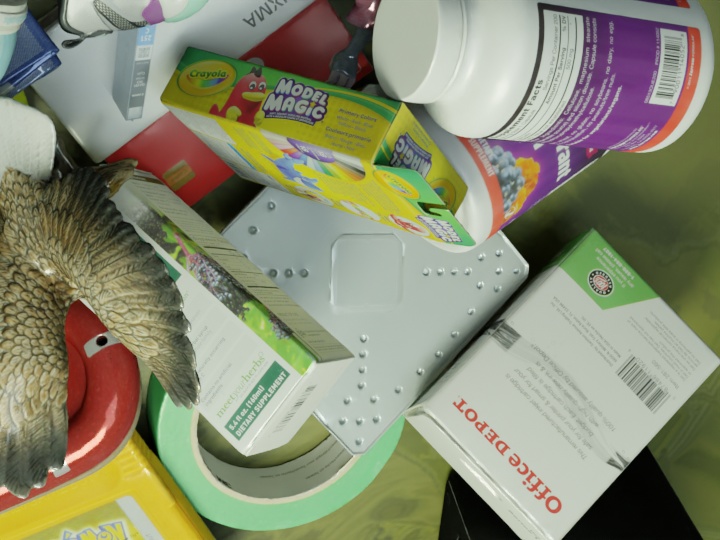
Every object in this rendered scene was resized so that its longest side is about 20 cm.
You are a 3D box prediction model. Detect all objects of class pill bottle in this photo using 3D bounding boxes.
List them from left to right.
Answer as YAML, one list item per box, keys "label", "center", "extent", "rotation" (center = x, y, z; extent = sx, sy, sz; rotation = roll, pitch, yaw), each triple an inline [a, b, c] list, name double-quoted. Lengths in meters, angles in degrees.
- label: "pill bottle"
  center: [0.116, -0.108, 0.976]
  extent: [0.200, 0.111, 0.112]
  rotation: [-35, 123, -23]
- label: "pill bottle"
  center: [0.112, -0.134, 0.846]
  extent: [0.200, 0.112, 0.113]
  rotation: [2, 114, -29]

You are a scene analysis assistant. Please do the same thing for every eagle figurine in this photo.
- label: "eagle figurine"
  center: [-0.171, 0.008, 0.796]
  extent: [0.151, 0.200, 0.152]
  rotation: [8, 129, -14]

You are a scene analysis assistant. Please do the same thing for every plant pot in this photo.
- label: "plant pot"
  center: [0.161, 0.266, 1.149]
  extent: [0.177, 0.200, 0.200]
  rotation: [1, 114, -10]

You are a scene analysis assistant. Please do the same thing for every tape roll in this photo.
- label: "tape roll"
  center: [-0.064, 0.107, 1.066]
  extent: [0.200, 0.048, 0.201]
  rotation: [-8, 116, -16]

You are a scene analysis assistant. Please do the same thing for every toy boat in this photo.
- label: "toy boat"
  center: [-0.249, 0.086, 0.923]
  extent: [0.200, 0.131, 0.131]
  rotation: [-24, 158, -9]

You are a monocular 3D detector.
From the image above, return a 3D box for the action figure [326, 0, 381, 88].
- label: "action figure"
  center: [0.040, -0.201, 0.878]
  extent: [0.200, 0.134, 0.149]
  rotation: [3, 157, -29]

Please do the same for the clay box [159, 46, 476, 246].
- label: "clay box"
  center: [-0.019, -0.078, 0.876]
  extent: [0.048, 0.200, 0.115]
  rotation: [-64, 148, -12]

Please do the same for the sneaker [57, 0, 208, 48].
- label: "sneaker"
  center: [-0.184, -0.232, 0.819]
  extent: [0.140, 0.078, 0.200]
  rotation: [-22, 96, -12]

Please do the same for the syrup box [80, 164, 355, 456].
- label: "syrup box"
  center: [-0.109, 0.023, 0.896]
  extent: [0.200, 0.081, 0.079]
  rotation: [41, 101, 14]

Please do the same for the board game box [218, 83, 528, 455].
- label: "board game box"
  center: [0.000, 0.000, 1.009]
  extent: [0.200, 0.026, 0.200]
  rotation: [-46, 113, -11]

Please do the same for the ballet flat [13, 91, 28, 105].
- label: "ballet flat"
  center: [-0.245, -0.080, 0.893]
  extent: [0.067, 0.067, 0.200]
  rotation: [-12, 121, 12]

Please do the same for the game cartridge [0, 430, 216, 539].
- label: "game cartridge"
  center: [-0.210, 0.214, 1.046]
  extent: [0.176, 0.032, 0.200]
  rotation: [-23, 122, 10]

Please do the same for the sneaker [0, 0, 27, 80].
- label: "sneaker"
  center: [-0.295, -0.158, 0.801]
  extent: [0.200, 0.074, 0.082]
  rotation: [26, 112, 12]

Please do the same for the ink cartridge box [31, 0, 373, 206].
- label: "ink cartridge box"
  center: [-0.107, -0.141, 0.935]
  extent: [0.200, 0.045, 0.176]
  rotation: [-37, 120, 0]

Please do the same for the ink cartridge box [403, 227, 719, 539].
- label: "ink cartridge box"
  center: [0.152, 0.091, 1.056]
  extent: [0.200, 0.084, 0.146]
  rotation: [-43, 90, -15]

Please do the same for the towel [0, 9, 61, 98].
- label: "towel"
  center: [-0.301, -0.127, 0.845]
  extent: [0.200, 0.024, 0.147]
  rotation: [-37, 85, -2]
